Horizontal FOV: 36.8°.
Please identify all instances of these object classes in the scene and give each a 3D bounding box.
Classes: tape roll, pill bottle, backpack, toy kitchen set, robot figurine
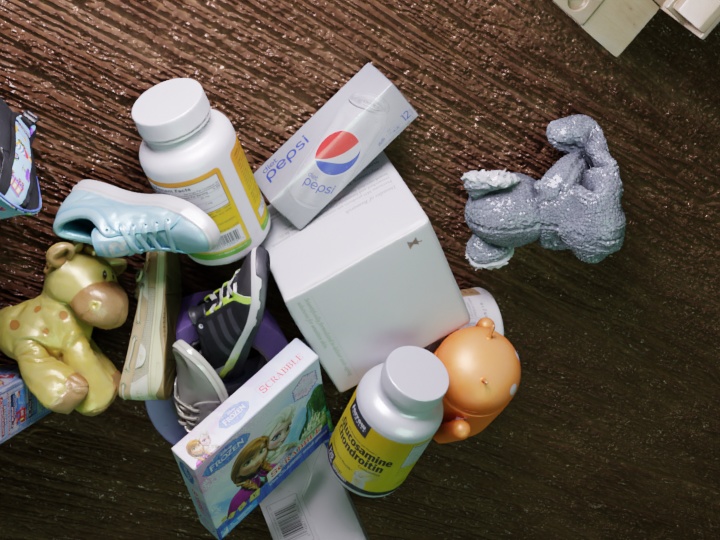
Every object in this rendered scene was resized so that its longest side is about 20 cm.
[{"bbox_3d":[-0.185,0.133,1.404,0.199,0.085,0.201,-6,113,-15],"label":"tape roll"},{"bbox_3d":[-0.183,-0.112,1.226,0.110,0.111,0.201,-25,132,-5],"label":"pill bottle"},{"bbox_3d":[0.089,0.090,1.512,0.199,0.115,0.115,-7,129,-20],"label":"pill bottle"},{"bbox_3d":[0.036,0.186,1.343,0.111,0.112,0.201,-1,139,-25],"label":"pill bottle"},{"bbox_3d":[-0.403,-0.116,1.059,0.134,0.200,0.183,-35,133,5],"label":"backpack"},{"bbox_3d":[0.316,-0.358,1.229,0.180,0.163,0.200,27,111,-38],"label":"toy kitchen set"},{"bbox_3d":[0.138,0.146,1.396,0.143,0.117,0.200,-30,163,-24],"label":"robot figurine"}]

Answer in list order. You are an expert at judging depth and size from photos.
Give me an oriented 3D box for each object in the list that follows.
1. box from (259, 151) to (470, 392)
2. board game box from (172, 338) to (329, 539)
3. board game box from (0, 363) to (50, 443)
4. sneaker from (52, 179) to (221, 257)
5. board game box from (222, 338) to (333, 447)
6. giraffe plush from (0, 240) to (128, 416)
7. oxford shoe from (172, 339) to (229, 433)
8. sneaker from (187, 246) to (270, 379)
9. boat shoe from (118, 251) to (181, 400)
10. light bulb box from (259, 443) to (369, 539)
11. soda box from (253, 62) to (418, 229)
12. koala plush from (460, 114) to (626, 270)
[{"bbox_3d":[0.000,0.000,1.358,0.199,0.172,0.200,-29,134,-2],"label":"box"},{"bbox_3d":[-0.126,0.209,1.320,0.200,0.041,0.200,-42,152,-23],"label":"board game box"},{"bbox_3d":[-0.458,0.153,1.245,0.198,0.200,0.062,-2,94,-12],"label":"board game box"},{"bbox_3d":[-0.251,-0.039,1.197,0.082,0.199,0.074,-61,150,-34],"label":"sneaker"},{"bbox_3d":[-0.144,0.211,1.546,0.199,0.041,0.200,-20,131,-10],"label":"board game box"},{"bbox_3d":[-0.339,0.051,1.278,0.200,0.173,0.162,38,95,-5],"label":"giraffe plush"},{"bbox_3d":[-0.194,0.163,1.301,0.058,0.075,0.201,-35,141,-24],"label":"oxford shoe"},{"bbox_3d":[-0.162,0.054,1.274,0.082,0.072,0.201,15,125,-10],"label":"sneaker"},{"bbox_3d":[-0.254,0.054,1.298,0.063,0.202,0.073,-1,171,7],"label":"boat shoe"},{"bbox_3d":[-0.056,0.395,1.601,0.124,0.199,0.200,-24,149,-5],"label":"light bulb box"},{"bbox_3d":[-0.031,-0.148,1.285,0.200,0.068,0.063,-43,132,4],"label":"soda box"},{"bbox_3d":[0.228,-0.084,1.416,0.198,0.184,0.178,-7,129,-5],"label":"koala plush"}]
